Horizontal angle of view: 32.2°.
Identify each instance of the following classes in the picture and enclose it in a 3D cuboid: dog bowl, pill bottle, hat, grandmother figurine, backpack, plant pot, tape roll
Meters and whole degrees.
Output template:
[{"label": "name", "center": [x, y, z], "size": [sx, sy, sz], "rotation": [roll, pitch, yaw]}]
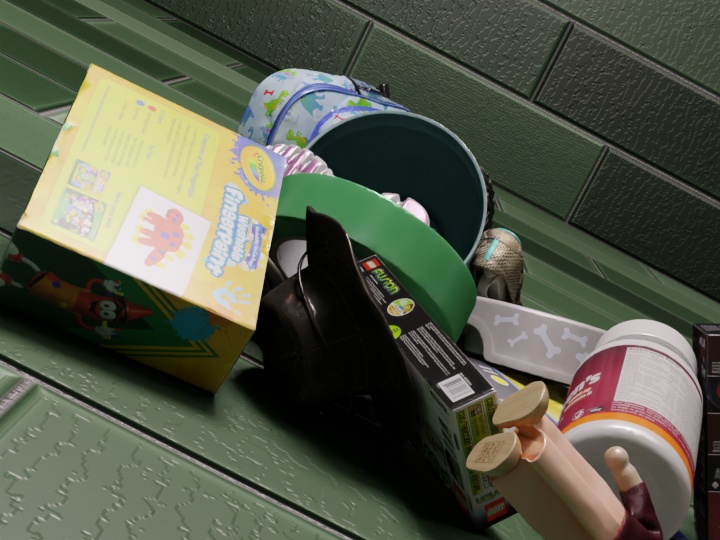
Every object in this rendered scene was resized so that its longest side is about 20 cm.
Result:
[{"label": "dog bowl", "center": [0.173, 0.074, 1.210], "size": [0.198, 0.059, 0.200], "rotation": [17, -4, 1]}, {"label": "pill bottle", "center": [0.212, 0.122, 0.982], "size": [0.109, 0.110, 0.200], "rotation": [28, 29, 5]}, {"label": "hat", "center": [-0.033, 0.051, 0.899], "size": [0.202, 0.080, 0.201], "rotation": [61, -13, 25]}, {"label": "grandmother figurine", "center": [0.152, 0.170, 0.790], "size": [0.200, 0.122, 0.060], "rotation": [44, -21, -16]}, {"label": "backpack", "center": [-0.042, -0.145, 1.506], "size": [0.198, 0.185, 0.147], "rotation": [11, 18, -40]}, {"label": "plant pot", "center": [0.028, -0.040, 1.260], "size": [0.199, 0.201, 0.134], "rotation": [30, -15, 15]}, {"label": "tape roll", "center": [0.000, 0.000, 1.051], "size": [0.199, 0.048, 0.201], "rotation": [26, -23, 12]}]

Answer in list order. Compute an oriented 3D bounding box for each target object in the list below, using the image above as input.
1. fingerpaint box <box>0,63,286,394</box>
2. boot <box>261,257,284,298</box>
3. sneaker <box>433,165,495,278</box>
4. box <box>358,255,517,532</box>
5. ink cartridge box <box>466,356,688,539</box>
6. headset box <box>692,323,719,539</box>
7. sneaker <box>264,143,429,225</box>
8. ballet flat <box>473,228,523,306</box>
[{"label": "fingerpaint box", "center": [-0.148, -0.033, 0.876], "size": [0.165, 0.074, 0.201], "rotation": [24, 37, -15]}, {"label": "boot", "center": [-0.137, -0.028, 1.058], "size": [0.202, 0.074, 0.154], "rotation": [30, 9, 5]}, {"label": "sneaker", "center": [0.097, -0.028, 1.359], "size": [0.079, 0.202, 0.074], "rotation": [20, 39, 15]}, {"label": "box", "center": [0.045, 0.082, 0.896], "size": [0.034, 0.111, 0.200], "rotation": [-22, 34, -13]}, {"label": "ink cartridge box", "center": [0.170, 0.146, 1.079], "size": [0.196, 0.047, 0.200], "rotation": [20, 11, -37]}, {"label": "headset box", "center": [0.325, 0.149, 1.062], "size": [0.074, 0.203, 0.149], "rotation": [0, 2, 11]}, {"label": "sneaker", "center": [-0.030, -0.043, 1.149], "size": [0.199, 0.081, 0.089], "rotation": [27, -31, 18]}, {"label": "ballet flat", "center": [0.142, 0.041, 1.337], "size": [0.067, 0.076, 0.201], "rotation": [21, -33, 25]}]
